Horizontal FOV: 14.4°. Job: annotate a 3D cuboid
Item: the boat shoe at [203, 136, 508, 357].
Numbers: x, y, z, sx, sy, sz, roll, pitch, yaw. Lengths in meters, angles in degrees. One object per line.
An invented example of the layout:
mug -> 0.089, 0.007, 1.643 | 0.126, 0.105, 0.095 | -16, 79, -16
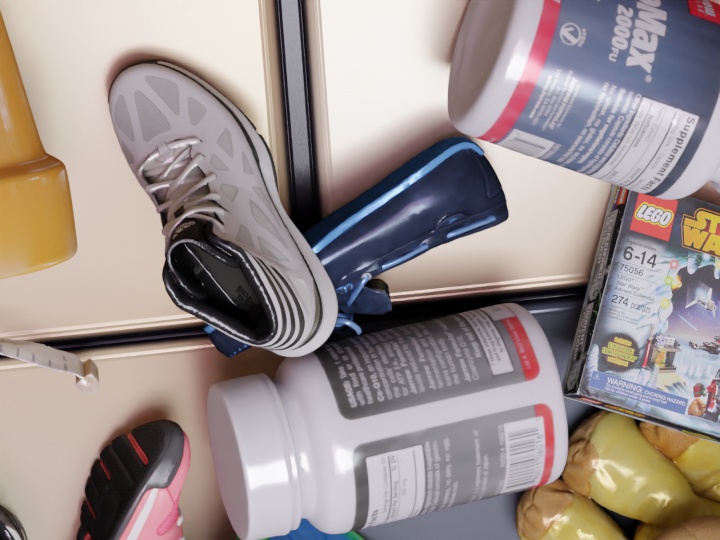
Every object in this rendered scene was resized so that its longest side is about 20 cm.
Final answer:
boat shoe -> 0.000, 0.000, 1.708 | 0.199, 0.084, 0.069 | -33, 101, 10

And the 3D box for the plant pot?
plant pot -> -0.267, -0.089, 1.595 | 0.199, 0.200, 0.185 | -6, 98, -4

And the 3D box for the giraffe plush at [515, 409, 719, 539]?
giraffe plush -> 0.208, 0.191, 1.769 | 0.200, 0.162, 0.173 | 38, 103, -19

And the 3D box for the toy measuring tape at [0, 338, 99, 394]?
toy measuring tape -> -0.260, 0.062, 1.713 | 0.199, 0.074, 0.074 | 16, 110, -12

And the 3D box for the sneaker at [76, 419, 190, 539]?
sneaker -> -0.135, 0.181, 1.786 | 0.086, 0.074, 0.201 | 12, 115, -26

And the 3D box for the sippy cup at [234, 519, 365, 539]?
sippy cup -> -0.049, 0.231, 1.769 | 0.177, 0.140, 0.131 | 32, 107, -16

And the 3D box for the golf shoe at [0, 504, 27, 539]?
golf shoe -> -0.223, 0.232, 1.723 | 0.077, 0.095, 0.201 | -13, 72, -10

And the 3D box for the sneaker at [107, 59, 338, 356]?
sneaker -> -0.090, -0.041, 1.628 | 0.076, 0.115, 0.201 | -37, 79, 11

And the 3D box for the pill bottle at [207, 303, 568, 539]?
pill bottle -> 0.014, 0.093, 1.715 | 0.199, 0.114, 0.115 | -12, 114, -14

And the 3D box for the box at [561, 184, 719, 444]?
box -> 0.233, 0.038, 1.748 | 0.199, 0.040, 0.138 | 16, 82, -13

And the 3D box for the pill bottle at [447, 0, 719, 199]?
pill bottle -> 0.162, -0.109, 1.665 | 0.199, 0.120, 0.120 | 17, 109, -14
